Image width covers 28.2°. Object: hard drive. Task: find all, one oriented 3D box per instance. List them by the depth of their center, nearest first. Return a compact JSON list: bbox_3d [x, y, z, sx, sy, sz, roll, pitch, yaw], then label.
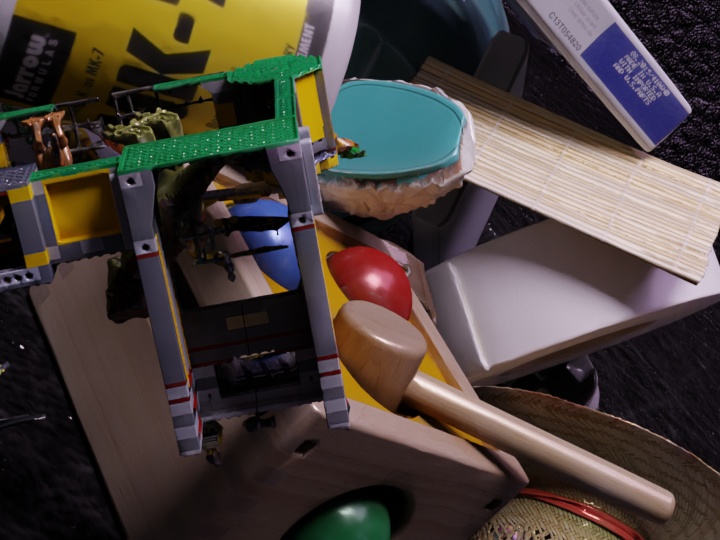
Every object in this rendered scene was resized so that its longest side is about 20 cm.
[{"bbox_3d":[0.071,-0.057,0.951,0.026,0.133,0.200,23,-14,9],"label":"hard drive"}]

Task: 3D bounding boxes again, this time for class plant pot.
[{"bbox_3d":[-0.007,-0.122,0.960,0.200,0.200,0.196,43,25,-9],"label":"plant pot"}]

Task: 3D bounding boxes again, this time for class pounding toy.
[{"bbox_3d":[-0.005,0.055,0.618,0.183,0.142,0.201,25,27,-49],"label":"pounding toy"}]

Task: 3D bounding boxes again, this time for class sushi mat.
[{"bbox_3d":[0.109,-0.060,0.808,0.198,0.012,0.096,25,44,6],"label":"sushi mat"}]

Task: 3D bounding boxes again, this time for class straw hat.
[{"bbox_3d":[0.095,0.144,0.717,0.201,0.200,0.086,38,63,-24],"label":"straw hat"}]

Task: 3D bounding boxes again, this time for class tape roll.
[{"bbox_3d":[0.123,0.017,0.896,0.202,0.201,0.072,2,68,-66],"label":"tape roll"}]

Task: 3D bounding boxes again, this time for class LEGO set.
[{"bbox_3d":[-0.083,0.006,0.506,0.154,0.198,0.117,-124,-157,-67],"label":"LEGO set"}]

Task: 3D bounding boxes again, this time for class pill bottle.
[{"bbox_3d":[-0.109,-0.119,0.613,0.198,0.115,0.115,13,29,-20],"label":"pill bottle"}]

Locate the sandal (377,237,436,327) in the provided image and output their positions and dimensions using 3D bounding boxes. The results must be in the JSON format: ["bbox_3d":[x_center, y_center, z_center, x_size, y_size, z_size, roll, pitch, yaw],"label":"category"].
[{"bbox_3d":[-0.001,-0.001,0.780,0.202,0.057,0.080,52,12,20],"label":"sandal"}]

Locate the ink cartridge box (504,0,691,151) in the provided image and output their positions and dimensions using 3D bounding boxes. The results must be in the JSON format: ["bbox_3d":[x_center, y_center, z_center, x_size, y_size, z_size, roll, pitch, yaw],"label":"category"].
[{"bbox_3d":[0.094,-0.183,0.848,0.199,0.041,0.200,42,11,-31],"label":"ink cartridge box"}]

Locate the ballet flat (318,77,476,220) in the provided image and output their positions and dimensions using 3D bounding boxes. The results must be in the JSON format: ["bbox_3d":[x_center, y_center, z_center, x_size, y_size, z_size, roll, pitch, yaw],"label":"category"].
[{"bbox_3d":[-0.018,-0.058,0.713,0.198,0.073,0.072,12,-5,36],"label":"ballet flat"}]

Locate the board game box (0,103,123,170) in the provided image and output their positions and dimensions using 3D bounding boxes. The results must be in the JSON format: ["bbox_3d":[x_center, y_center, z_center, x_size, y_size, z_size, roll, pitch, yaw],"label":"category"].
[{"bbox_3d":[-0.110,-0.041,0.762,0.127,0.035,0.200,51,17,15],"label":"board game box"}]

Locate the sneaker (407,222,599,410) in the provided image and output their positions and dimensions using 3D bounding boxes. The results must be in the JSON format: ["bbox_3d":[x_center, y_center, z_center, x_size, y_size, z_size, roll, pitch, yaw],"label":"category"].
[{"bbox_3d":[0.105,0.041,1.060,0.201,0.074,0.089,55,3,27],"label":"sneaker"}]
